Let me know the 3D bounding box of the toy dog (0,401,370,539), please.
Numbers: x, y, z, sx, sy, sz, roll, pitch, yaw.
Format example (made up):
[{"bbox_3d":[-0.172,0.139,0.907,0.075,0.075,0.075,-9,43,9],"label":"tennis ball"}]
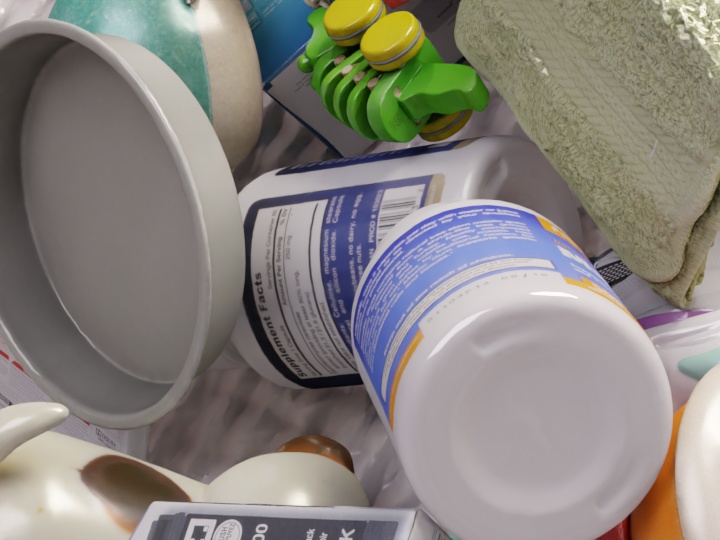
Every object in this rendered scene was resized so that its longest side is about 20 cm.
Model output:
[{"bbox_3d":[-0.091,0.132,1.353,0.199,0.195,0.140,-1,26,-4],"label":"toy dog"}]

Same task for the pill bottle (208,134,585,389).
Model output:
[{"bbox_3d":[0.000,0.000,1.411,0.199,0.111,0.112,-7,58,37],"label":"pill bottle"}]

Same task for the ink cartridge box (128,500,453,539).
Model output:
[{"bbox_3d":[-0.007,0.163,1.242,0.199,0.198,0.044,-2,55,38],"label":"ink cartridge box"}]

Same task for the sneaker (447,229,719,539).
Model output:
[{"bbox_3d":[0.114,0.047,1.319,0.199,0.078,0.140,-31,44,7],"label":"sneaker"}]

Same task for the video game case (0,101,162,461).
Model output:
[{"bbox_3d":[-0.153,0.017,1.483,0.143,0.018,0.201,35,129,37],"label":"video game case"}]

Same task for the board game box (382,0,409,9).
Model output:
[{"bbox_3d":[0.073,-0.239,1.416,0.151,0.046,0.201,-23,39,47],"label":"board game box"}]

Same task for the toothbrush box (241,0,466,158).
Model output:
[{"bbox_3d":[-0.012,-0.179,1.563,0.146,0.085,0.200,-42,44,9],"label":"toothbrush box"}]

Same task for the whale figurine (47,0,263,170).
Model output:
[{"bbox_3d":[-0.120,-0.086,1.516,0.200,0.103,0.160,119,137,-59],"label":"whale figurine"}]

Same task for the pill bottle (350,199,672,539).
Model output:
[{"bbox_3d":[0.056,0.034,1.212,0.112,0.112,0.200,-44,17,6],"label":"pill bottle"}]

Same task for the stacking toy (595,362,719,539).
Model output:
[{"bbox_3d":[0.122,0.130,1.223,0.200,0.146,0.147,-26,47,40],"label":"stacking toy"}]

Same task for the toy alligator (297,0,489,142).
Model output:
[{"bbox_3d":[-0.004,-0.100,1.398,0.054,0.059,0.200,-41,34,-8],"label":"toy alligator"}]

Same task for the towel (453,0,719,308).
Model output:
[{"bbox_3d":[0.107,-0.095,1.268,0.036,0.149,0.200,-14,51,-26],"label":"towel"}]

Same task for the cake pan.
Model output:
[{"bbox_3d":[-0.124,-0.025,1.388,0.200,0.037,0.201,21,119,43],"label":"cake pan"}]
